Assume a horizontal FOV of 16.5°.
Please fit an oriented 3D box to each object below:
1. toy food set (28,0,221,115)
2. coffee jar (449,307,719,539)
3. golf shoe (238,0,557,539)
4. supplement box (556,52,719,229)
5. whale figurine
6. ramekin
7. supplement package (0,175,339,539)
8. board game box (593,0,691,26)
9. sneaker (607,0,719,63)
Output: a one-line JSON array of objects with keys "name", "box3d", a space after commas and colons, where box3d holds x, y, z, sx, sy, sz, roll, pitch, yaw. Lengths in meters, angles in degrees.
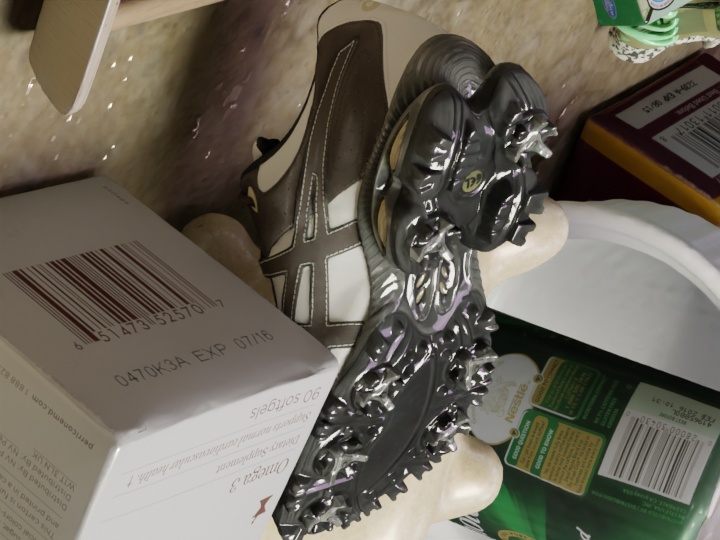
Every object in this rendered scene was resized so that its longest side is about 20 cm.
[{"name": "toy food set", "box3d": [-0.011, -0.131, 0.777, 0.200, 0.060, 0.144, -22, 142, -49]}, {"name": "coffee jar", "box3d": [0.061, 0.065, 1.013, 0.086, 0.199, 0.104, -64, 158, -12]}, {"name": "golf shoe", "box3d": [0.000, 0.000, 0.843, 0.078, 0.094, 0.201, -12, 133, -42]}, {"name": "supplement box", "box3d": [0.143, 0.009, 1.224, 0.110, 0.086, 0.201, -29, 147, -45]}, {"name": "whale figurine", "box3d": [-0.011, 0.034, 0.942, 0.200, 0.159, 0.104, -53, -165, -10]}, {"name": "ramekin", "box3d": [0.107, 0.062, 1.105, 0.201, 0.200, 0.098, -63, 163, 21]}, {"name": "supplement package", "box3d": [-0.114, 0.089, 0.819, 0.117, 0.117, 0.201, -18, 139, -54]}, {"name": "board game box", "box3d": [0.147, -0.189, 0.903, 0.200, 0.029, 0.135, -30, 111, -27]}, {"name": "sneaker", "box3d": [0.135, -0.119, 1.063, 0.200, 0.077, 0.089, -6, 140, -55]}]
